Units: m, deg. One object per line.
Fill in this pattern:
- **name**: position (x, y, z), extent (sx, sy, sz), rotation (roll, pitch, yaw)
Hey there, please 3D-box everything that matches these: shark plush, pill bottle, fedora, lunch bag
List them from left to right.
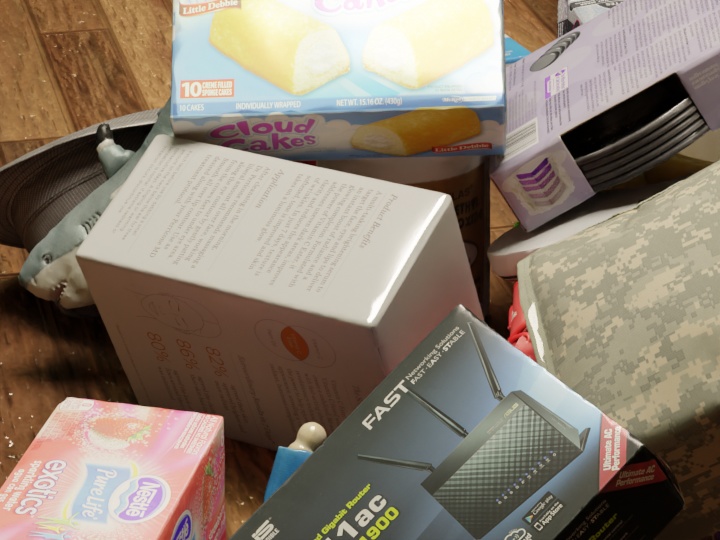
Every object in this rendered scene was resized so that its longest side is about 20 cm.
- **fedora**: position (-0.150, -0.027, 1.678), extent (0.200, 0.177, 0.090), rotation (-19, 67, -5)
- **shark plush**: position (-0.139, -0.066, 1.582), extent (0.083, 0.200, 0.091), rotation (24, 6, 21)
- **pill bottle**: position (0.028, -0.061, 1.655), extent (0.114, 0.200, 0.114), rotation (-1, 25, 0)
- **lunch bag**: position (0.181, 0.033, 1.373), extent (0.164, 0.118, 0.200), rotation (-27, 42, 16)

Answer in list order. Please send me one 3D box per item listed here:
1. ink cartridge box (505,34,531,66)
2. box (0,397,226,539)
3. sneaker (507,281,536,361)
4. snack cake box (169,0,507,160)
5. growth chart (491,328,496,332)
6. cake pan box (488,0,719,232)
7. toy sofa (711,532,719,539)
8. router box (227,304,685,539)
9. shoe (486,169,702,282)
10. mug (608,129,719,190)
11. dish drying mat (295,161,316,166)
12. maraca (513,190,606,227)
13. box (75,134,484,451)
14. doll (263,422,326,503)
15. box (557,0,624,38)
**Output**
- **ink cartridge box**: position (0.031, -0.156, 2.003), extent (0.146, 0.086, 0.200), rotation (-9, 25, -20)
- **box**: position (-0.137, 0.156, 1.298), extent (0.095, 0.103, 0.200), rotation (5, 24, 11)
- **sneaker**: position (0.087, 0.064, 1.486), extent (0.200, 0.078, 0.116), rotation (-3, 51, -37)
- **snack cake box**: position (-0.012, -0.131, 1.539), extent (0.200, 0.067, 0.115), rotation (-2, 67, 3)
- **growth chart**: position (0.000, 0.000, 1.567), extent (0.145, 0.200, 0.018), rotation (6, 56, 35)
- **cake pan box**: position (0.169, -0.117, 1.592), extent (0.184, 0.052, 0.200), rotation (-31, 18, 14)
- **toy sofa**: position (0.257, 0.088, 1.471), extent (0.098, 0.083, 0.200), rotation (5, 25, 9)
- **router box**: position (0.038, 0.132, 1.259), extent (0.200, 0.062, 0.150), rotation (-45, 45, -8)
- **shoe**: position (0.180, -0.002, 1.539), extent (0.200, 0.091, 0.071), rotation (-15, 20, 24)
- **mug**: position (0.230, -0.025, 1.635), extent (0.186, 0.153, 0.149), rotation (9, 26, 19)
- **dish drying mat**: position (-0.052, -0.077, 1.732), extent (0.077, 0.200, 0.018), rotation (18, 66, 40)
- **maraca**: position (0.199, -0.056, 1.734), extent (0.200, 0.137, 0.107), rotation (-9, 48, -22)
- **box**: position (-0.042, 0.023, 1.498), extent (0.200, 0.152, 0.106), rotation (13, 53, 26)
- **doll**: position (0.013, 0.136, 1.353), extent (0.200, 0.048, 0.136), rotation (-25, 73, -12)
- **box**: position (0.256, -0.145, 1.922), extent (0.200, 0.132, 0.115), rotation (-3, 23, -7)
